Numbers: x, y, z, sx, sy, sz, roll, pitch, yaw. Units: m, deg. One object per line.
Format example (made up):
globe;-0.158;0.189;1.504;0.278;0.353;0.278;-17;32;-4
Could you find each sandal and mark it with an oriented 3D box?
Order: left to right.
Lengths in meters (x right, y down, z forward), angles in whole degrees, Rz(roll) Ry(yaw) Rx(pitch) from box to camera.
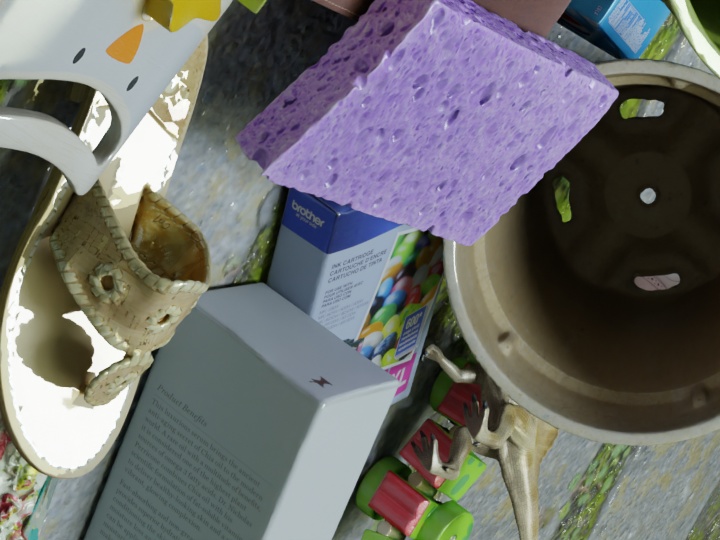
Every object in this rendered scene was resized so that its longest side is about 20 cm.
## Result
sandal;-0.093;-0.011;0.936;0.077;0.069;0.213;11;93;-42

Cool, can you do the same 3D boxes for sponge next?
sponge;0.037;-0.072;1.062;0.112;0.030;0.200;-45;153;17

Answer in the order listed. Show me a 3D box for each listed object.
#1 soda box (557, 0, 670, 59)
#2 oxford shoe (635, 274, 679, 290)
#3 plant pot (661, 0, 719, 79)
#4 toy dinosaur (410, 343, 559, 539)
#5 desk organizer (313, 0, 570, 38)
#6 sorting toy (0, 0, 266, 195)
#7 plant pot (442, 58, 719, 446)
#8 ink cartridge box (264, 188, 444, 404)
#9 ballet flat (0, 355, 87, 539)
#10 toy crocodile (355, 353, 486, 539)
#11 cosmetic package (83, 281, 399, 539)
soda box;0.165;-0.214;1.193;0.201;0.068;0.064;-56;151;0
oxford shoe;0.212;0.017;1.517;0.200;0.071;0.073;10;107;-60
plant pot;0.173;-0.192;1.043;0.199;0.190;0.202;-9;112;-23
toy dinosaur;0.083;0.091;1.298;0.101;0.058;0.202;1;80;-46
desk organizer;0.026;-0.150;1.040;0.077;0.072;0.200;-55;151;11
sorting toy;-0.089;-0.119;0.849;0.181;0.107;0.200;-60;152;4
plant pot;0.155;-0.027;1.243;0.201;0.199;0.184;-64;177;16
ink cartridge box;0.000;0.000;1.197;0.119;0.042;0.201;-25;138;-45
ballet flat;-0.172;0.102;1.021;0.063;0.076;0.201;7;114;-25
toy crocodile;0.053;0.109;1.364;0.201;0.067;0.062;-54;152;-2
cosmetic package;-0.070;0.119;1.146;0.071;0.101;0.201;-10;129;-54
